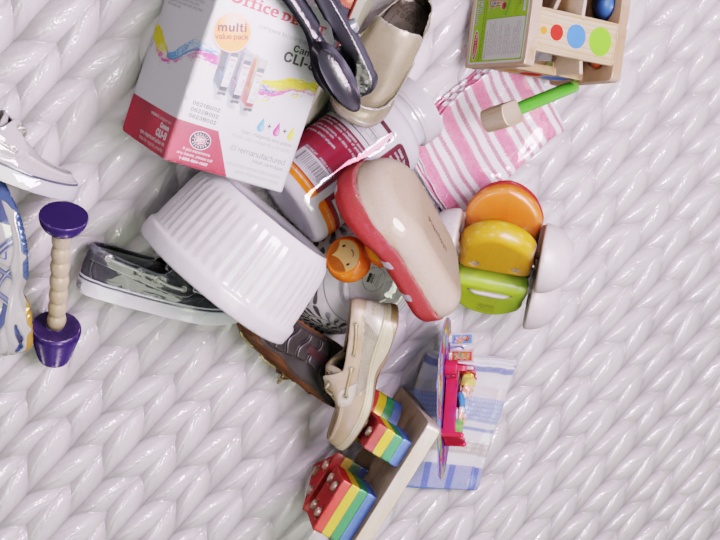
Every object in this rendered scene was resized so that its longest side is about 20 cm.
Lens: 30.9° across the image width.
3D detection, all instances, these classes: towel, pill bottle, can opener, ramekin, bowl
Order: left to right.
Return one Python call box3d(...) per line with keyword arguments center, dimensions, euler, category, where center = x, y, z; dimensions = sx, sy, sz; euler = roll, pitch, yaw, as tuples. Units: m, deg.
box3d(center=(-0.130, -0.023, 1.415), dimensions=(0.200, 0.200, 0.105), euler=(38, 93, -33), category="ramekin")
box3d(center=(-0.041, -0.254, 1.290), dimensions=(0.063, 0.079, 0.201), euler=(-30, 110, -8), category="can opener")
box3d(center=(-0.007, -0.132, 1.487), dimensions=(0.200, 0.113, 0.113), euler=(-37, 121, -14), category="pill bottle")
box3d(center=(0.000, 0.000, 1.556), dimensions=(0.200, 0.094, 0.202), euler=(-10, 114, -23), category="bowl")
box3d(center=(0.124, 0.203, 1.740), dimensions=(0.146, 0.024, 0.201), euler=(9, 105, -29), category="towel")
box3d(center=(0.156, -0.169, 1.609), dimensions=(0.200, 0.030, 0.147), euler=(-41, 123, -8), category="towel")

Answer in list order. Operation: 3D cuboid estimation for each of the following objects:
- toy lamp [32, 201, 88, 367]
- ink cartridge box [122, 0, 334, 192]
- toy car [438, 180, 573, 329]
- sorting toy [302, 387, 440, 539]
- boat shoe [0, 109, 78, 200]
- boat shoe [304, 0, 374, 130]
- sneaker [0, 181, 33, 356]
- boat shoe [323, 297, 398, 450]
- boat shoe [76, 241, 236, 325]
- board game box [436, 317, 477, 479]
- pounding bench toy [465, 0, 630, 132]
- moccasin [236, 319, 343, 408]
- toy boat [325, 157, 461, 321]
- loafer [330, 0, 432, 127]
box3d(center=(-0.323, 0.020, 1.396), dimensions=(0.058, 0.058, 0.201), euler=(-4, 130, -26), category="toy lamp")
box3d(center=(-0.137, -0.209, 1.374), dimensions=(0.145, 0.145, 0.201), euler=(14, 100, -31), category="ink cartridge box")
box3d(center=(0.167, -0.029, 1.590), dimensions=(0.174, 0.150, 0.200), euler=(10, 149, 5), category="toy car")
box3d(center=(0.000, 0.239, 1.600), dimensions=(0.069, 0.199, 0.200), euler=(31, 92, -10), category="sorting toy")
box3d(center=(-0.373, -0.132, 1.332), dimensions=(0.199, 0.072, 0.066), euler=(24, 94, -28), category="boat shoe")
box3d(center=(-0.046, -0.248, 1.456), dimensions=(0.062, 0.071, 0.201), euler=(28, 113, 4), category="boat shoe")
box3d(center=(-0.396, 0.003, 1.365), dimensions=(0.088, 0.075, 0.201), euler=(-9, 113, -23), category="sneaker")
box3d(center=(-0.013, 0.121, 1.532), dimensions=(0.065, 0.072, 0.201), euler=(14, 118, -11), category="boat shoe")
box3d(center=(-0.217, 0.011, 1.468), dimensions=(0.199, 0.072, 0.068), euler=(14, 104, -23), category="boat shoe")
box3d(center=(0.122, 0.160, 1.618), dimensions=(0.039, 0.158, 0.201), euler=(2, 114, 10), category="board game box")
box3d(center=(0.223, -0.253, 1.530), dimensions=(0.155, 0.124, 0.201), euler=(6, 92, -29), category="pounding bench toy")
box3d(center=(-0.074, 0.107, 1.575), dimensions=(0.201, 0.078, 0.074), euler=(34, 76, -38), category="moccasin")
box3d(center=(0.022, -0.026, 1.428), dimensions=(0.130, 0.131, 0.200), euler=(-19, 130, 16), category="toy boat")
box3d(center=(0.025, -0.243, 1.440), dimensions=(0.075, 0.068, 0.200), euler=(25, 56, -1), category="loafer")
